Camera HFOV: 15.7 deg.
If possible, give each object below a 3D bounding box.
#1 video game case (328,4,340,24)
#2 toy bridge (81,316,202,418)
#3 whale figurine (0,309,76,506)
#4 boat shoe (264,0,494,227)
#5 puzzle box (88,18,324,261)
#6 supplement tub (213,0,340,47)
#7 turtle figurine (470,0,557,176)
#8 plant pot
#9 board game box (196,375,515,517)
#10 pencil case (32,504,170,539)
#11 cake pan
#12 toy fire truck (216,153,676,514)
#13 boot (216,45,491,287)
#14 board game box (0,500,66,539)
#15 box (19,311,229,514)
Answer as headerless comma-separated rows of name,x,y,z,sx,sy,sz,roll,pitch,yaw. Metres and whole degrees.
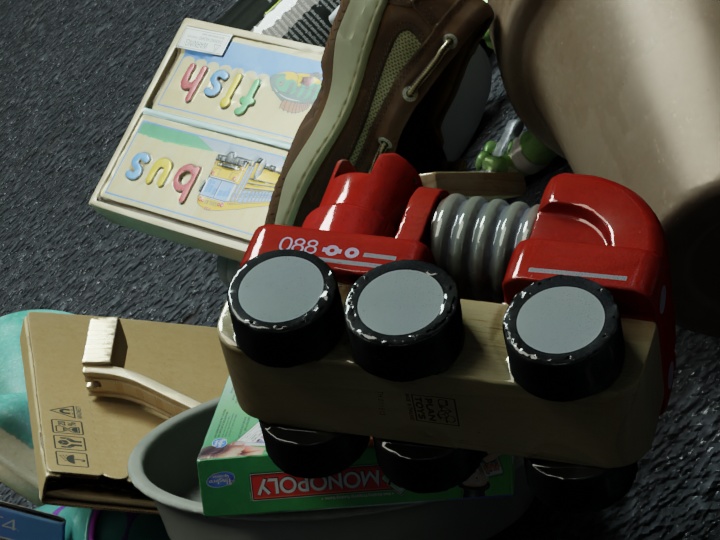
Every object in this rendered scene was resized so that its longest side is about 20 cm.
video game case,0.059,-0.196,1.334,0.182,0.022,0.200,-48,7,-3
toy bridge,-0.044,0.056,1.328,0.199,0.027,0.067,0,49,7
whale figurine,-0.173,0.077,1.470,0.104,0.159,0.200,-56,5,-4
boat shoe,0.010,-0.051,1.224,0.075,0.075,0.203,-39,-27,-50
puzzle box,-0.058,-0.070,1.505,0.200,0.025,0.133,15,74,41
supplement tub,-0.014,-0.144,1.623,0.200,0.123,0.123,-43,23,4
turtle figurine,0.071,-0.125,1.424,0.200,0.144,0.194,-35,26,13
plant pot,0.163,-0.071,1.156,0.200,0.200,0.175,-32,43,27
board game box,0.004,0.060,1.188,0.134,0.029,0.200,-4,15,5
pencil case,-0.171,0.177,1.394,0.200,0.085,0.093,-25,69,40
cake pan,-0.007,0.092,1.203,0.199,0.037,0.200,-6,15,2
toy fire truck,0.053,-0.002,1.098,0.175,0.129,0.200,6,50,17
boot,-0.011,-0.063,1.541,0.200,0.074,0.095,-51,31,-12
board game box,-0.237,0.226,1.306,0.159,0.097,0.201,-21,59,42
box,-0.093,0.076,1.372,0.200,0.163,0.021,-114,32,-66
